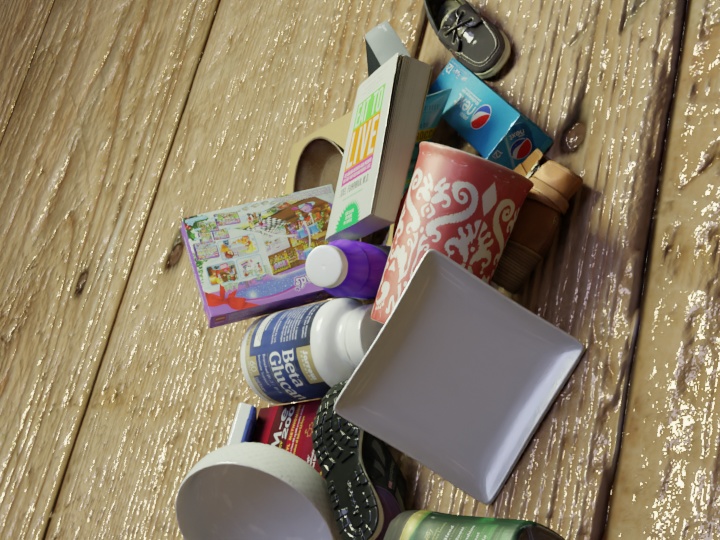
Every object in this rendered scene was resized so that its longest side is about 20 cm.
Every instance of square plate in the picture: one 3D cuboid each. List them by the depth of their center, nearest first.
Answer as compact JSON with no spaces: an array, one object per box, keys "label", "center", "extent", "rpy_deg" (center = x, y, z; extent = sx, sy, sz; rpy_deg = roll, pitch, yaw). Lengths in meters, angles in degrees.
[{"label":"square plate","center":[0.103,0.111,1.563],"extent":[0.199,0.199,0.028],"rpy_deg":[-58,6,1]}]

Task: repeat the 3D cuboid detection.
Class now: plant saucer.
[{"label":"plant saucer","center":[-0.031,-0.075,1.938],"extent":[0.200,0.036,0.202],"rpy_deg":[28,122,58]}]

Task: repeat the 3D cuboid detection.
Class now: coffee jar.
[{"label":"coffee jar","center":[0.113,0.289,1.472],"extent":[0.199,0.104,0.086],"rpy_deg":[-5,57,50]}]

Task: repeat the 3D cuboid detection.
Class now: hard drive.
[{"label":"hard drive","center":[-0.166,0.280,1.854],"extent":[0.132,0.025,0.202],"rpy_deg":[99,-175,-66]},{"label":"hard drive","center":[0.046,-0.230,1.954],"extent":[0.042,0.136,0.201],"rpy_deg":[-11,34,-9]}]

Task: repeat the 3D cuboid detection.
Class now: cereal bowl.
[{"label":"cereal bowl","center":[-0.107,0.274,1.710],"extent":[0.199,0.200,0.084],"rpy_deg":[-31,17,35]}]

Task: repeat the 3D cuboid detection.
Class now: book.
[{"label":"book","center":[0.017,-0.138,1.757],"extent":[0.133,0.048,0.202],"rpy_deg":[-24,51,61]}]

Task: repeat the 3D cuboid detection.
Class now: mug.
[{"label":"mug","center":[0.095,-0.022,1.649],"extent":[0.178,0.132,0.202],"rpy_deg":[87,-158,-88]}]

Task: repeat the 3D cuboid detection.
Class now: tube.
[{"label":"tube","center":[0.054,-0.142,1.865],"extent":[0.050,0.077,0.201],"rpy_deg":[43,134,25]}]

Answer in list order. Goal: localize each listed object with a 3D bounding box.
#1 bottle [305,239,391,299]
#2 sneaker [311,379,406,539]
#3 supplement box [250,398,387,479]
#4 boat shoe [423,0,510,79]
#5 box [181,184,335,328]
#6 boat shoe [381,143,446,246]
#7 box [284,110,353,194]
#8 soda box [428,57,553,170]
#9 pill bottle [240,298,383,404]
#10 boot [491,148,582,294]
[{"label":"bottle","center":[0.000,0.000,1.733],"extent":[0.083,0.200,0.066],"rpy_deg":[13,93,23]},{"label":"sneaker","center":[0.006,0.222,1.668],"extent":[0.075,0.087,0.202],"rpy_deg":[-32,53,30]},{"label":"supplement box","center":[-0.055,0.215,1.792],"extent":[0.199,0.061,0.110],"rpy_deg":[-15,53,48]},{"label":"boat shoe","center":[0.132,-0.316,1.960],"extent":[0.072,0.065,0.200],"rpy_deg":[-47,35,14]},{"label":"box","center":[-0.110,-0.019,1.849],"extent":[0.039,0.198,0.138],"rpy_deg":[109,146,-65]},{"label":"boat shoe","center":[0.061,-0.066,1.846],"extent":[0.201,0.076,0.072],"rpy_deg":[-59,33,0]},{"label":"box","center":[-0.050,-0.122,2.087],"extent":[0.163,0.021,0.202],"rpy_deg":[-25,45,41]},{"label":"soda box","center":[0.153,-0.186,1.831],"extent":[0.068,0.064,0.200],"rpy_deg":[-52,33,10]},{"label":"pill bottle","center":[-0.041,0.093,1.767],"extent":[0.199,0.111,0.112],"rpy_deg":[-14,53,44]},{"label":"boot","center":[0.158,-0.079,1.725],"extent":[0.156,0.076,0.200],"rpy_deg":[-58,36,4]}]
